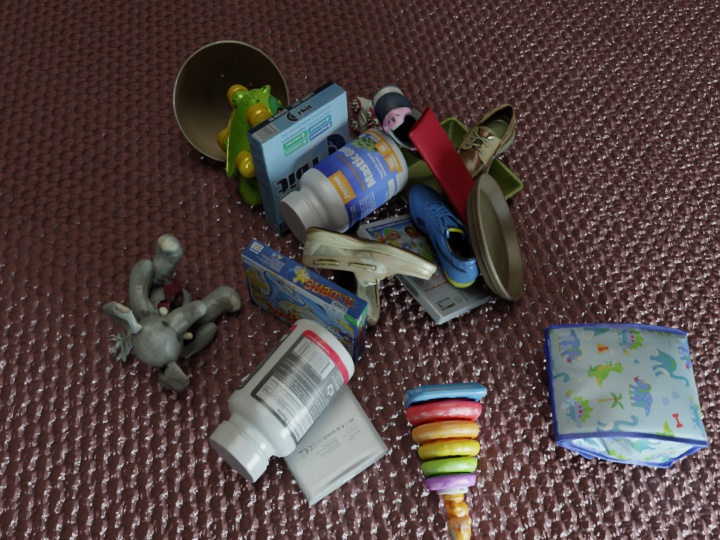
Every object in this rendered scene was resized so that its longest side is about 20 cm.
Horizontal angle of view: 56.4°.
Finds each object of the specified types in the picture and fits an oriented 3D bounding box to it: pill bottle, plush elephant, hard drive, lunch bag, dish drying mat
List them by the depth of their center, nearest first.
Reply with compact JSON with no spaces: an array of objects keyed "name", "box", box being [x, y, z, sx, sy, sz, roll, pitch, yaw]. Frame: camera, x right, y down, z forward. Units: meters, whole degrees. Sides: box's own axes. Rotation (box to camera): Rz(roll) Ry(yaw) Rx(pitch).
[{"name":"pill bottle","box":[-0.106,0.173,0.893,0.109,0.112,0.201,33,62,18]},{"name":"lunch bag","box":[0.355,0.169,0.938,0.194,0.128,0.174,9,57,-8]},{"name":"plush elephant","box":[-0.271,0.072,0.946,0.200,0.166,0.154,-43,26,-9]},{"name":"hard drive","box":[-0.068,0.207,0.955,0.130,0.027,0.201,-28,63,-18]},{"name":"dish drying mat","box":[0.141,-0.153,1.057,0.018,0.202,0.077,-13,33,41]},{"name":"pill bottle","box":[-0.028,-0.129,1.069,0.198,0.113,0.112,-37,65,-19]}]

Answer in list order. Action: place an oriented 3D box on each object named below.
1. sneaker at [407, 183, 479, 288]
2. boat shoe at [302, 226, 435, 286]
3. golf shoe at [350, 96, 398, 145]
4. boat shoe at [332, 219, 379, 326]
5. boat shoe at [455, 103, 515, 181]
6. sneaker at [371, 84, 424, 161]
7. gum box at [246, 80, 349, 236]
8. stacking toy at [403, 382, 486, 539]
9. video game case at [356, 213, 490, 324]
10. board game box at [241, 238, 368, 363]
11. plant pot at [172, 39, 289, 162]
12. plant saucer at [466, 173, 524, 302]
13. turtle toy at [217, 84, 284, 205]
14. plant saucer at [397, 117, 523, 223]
[{"name":"sneaker","box":[0.133,-0.073,1.054,0.064,0.079,0.203,-18,59,-11]},{"name":"boat shoe","box":[0.011,-0.011,0.979,0.194,0.072,0.067,14,93,4]},{"name":"golf shoe","box":[0.044,-0.259,1.200,0.089,0.077,0.201,-2,34,-17]},{"name":"boat shoe","box":[0.000,0.000,1.070,0.064,0.072,0.203,27,39,-28]},{"name":"boat shoe","box":[0.203,-0.214,1.145,0.075,0.075,0.201,30,61,16]},{"name":"sneaker","box":[0.091,-0.212,1.086,0.070,0.198,0.083,-38,50,24]},{"name":"gum box","box":[-0.090,-0.178,1.090,0.169,0.202,0.044,-37,59,-24]},{"name":"stacking toy","box":[0.120,0.259,0.900,0.106,0.116,0.206,-3,71,-4]},{"name":"video game case","box":[0.101,-0.009,1.064,0.141,0.018,0.201,-16,57,-46]},{"name":"board game box","box":[-0.081,0.047,0.990,0.197,0.137,0.035,28,60,16]},{"name":"plant pot","box":[-0.226,-0.312,1.196,0.194,0.205,0.135,-6,27,-6]},{"name":"plant saucer","box":[0.210,-0.049,1.048,0.029,0.200,0.205,-14,52,27]},{"name":"turtle toy","box":[-0.171,-0.206,1.114,0.099,0.204,0.146,3,28,-32]},{"name":"plant saucer","box":[0.150,-0.154,1.178,0.197,0.048,0.201,-31,64,-19]}]
